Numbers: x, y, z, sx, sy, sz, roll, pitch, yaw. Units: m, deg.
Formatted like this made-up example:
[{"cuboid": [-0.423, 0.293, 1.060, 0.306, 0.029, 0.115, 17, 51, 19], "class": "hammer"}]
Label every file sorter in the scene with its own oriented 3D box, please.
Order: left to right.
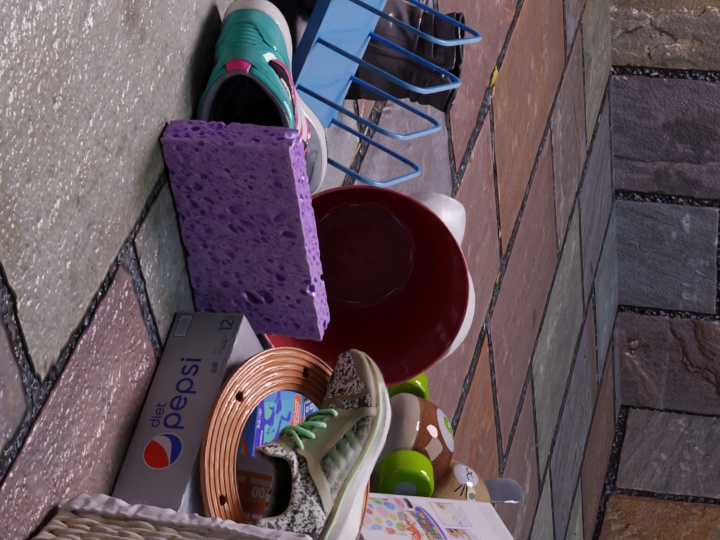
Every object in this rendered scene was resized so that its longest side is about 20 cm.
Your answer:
[{"cuboid": [0.025, -0.192, 1.611, 0.200, 0.123, 0.139, -66, 164, 18], "class": "file sorter"}]

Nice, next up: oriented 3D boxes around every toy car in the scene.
[{"cuboid": [0.088, 0.218, 1.799, 0.158, 0.200, 0.164, -57, -161, 31], "class": "toy car"}]

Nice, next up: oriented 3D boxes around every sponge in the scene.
[{"cuboid": [-0.091, -0.031, 1.438, 0.030, 0.111, 0.200, -65, 155, -45], "class": "sponge"}]

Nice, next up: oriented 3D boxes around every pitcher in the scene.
[{"cuboid": [0.066, 0.033, 2.042, 0.200, 0.121, 0.172, -83, -176, -52], "class": "pitcher"}]

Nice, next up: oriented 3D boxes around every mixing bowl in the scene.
[{"cuboid": [0.000, 0.000, 1.668, 0.108, 0.200, 0.201, -90, 180, -70], "class": "mixing bowl"}]

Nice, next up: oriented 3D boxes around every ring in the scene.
[{"cuboid": [-0.061, 0.162, 1.426, 0.200, 0.019, 0.201, 12, 75, -51], "class": "ring"}]

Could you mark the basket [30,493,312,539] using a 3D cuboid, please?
[{"cuboid": [-0.146, 0.281, 1.204, 0.161, 0.200, 0.199, -35, 129, -62], "class": "basket"}]

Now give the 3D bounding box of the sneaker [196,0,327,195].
[{"cuboid": [-0.080, -0.115, 1.494, 0.121, 0.083, 0.200, -75, 155, -47], "class": "sneaker"}]

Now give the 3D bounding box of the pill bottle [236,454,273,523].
[{"cuboid": [-0.110, 0.255, 1.464, 0.112, 0.112, 0.200, 46, 50, -70], "class": "pill bottle"}]

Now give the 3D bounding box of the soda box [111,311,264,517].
[{"cuboid": [-0.136, 0.132, 1.413, 0.068, 0.063, 0.200, 66, 33, -49], "class": "soda box"}]

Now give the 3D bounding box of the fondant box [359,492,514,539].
[{"cuboid": [0.069, 0.277, 1.627, 0.200, 0.144, 0.058, 12, 123, -40], "class": "fondant box"}]

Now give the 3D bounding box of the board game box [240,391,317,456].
[{"cuboid": [-0.088, 0.177, 1.639, 0.200, 0.045, 0.152, 10, 86, -75], "class": "board game box"}]

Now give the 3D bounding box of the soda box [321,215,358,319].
[{"cuboid": [-0.026, 0.031, 1.777, 0.068, 0.064, 0.200, -39, 133, -71], "class": "soda box"}]

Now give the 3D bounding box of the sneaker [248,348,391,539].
[{"cuboid": [-0.037, 0.142, 1.398, 0.089, 0.077, 0.200, 30, 55, -25], "class": "sneaker"}]

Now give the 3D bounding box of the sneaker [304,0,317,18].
[{"cuboid": [-0.039, -0.296, 1.644, 0.200, 0.074, 0.087, 59, 27, -75], "class": "sneaker"}]

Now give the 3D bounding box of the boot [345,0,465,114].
[{"cuboid": [0.045, -0.262, 1.803, 0.070, 0.131, 0.200, -57, 149, -57], "class": "boot"}]
